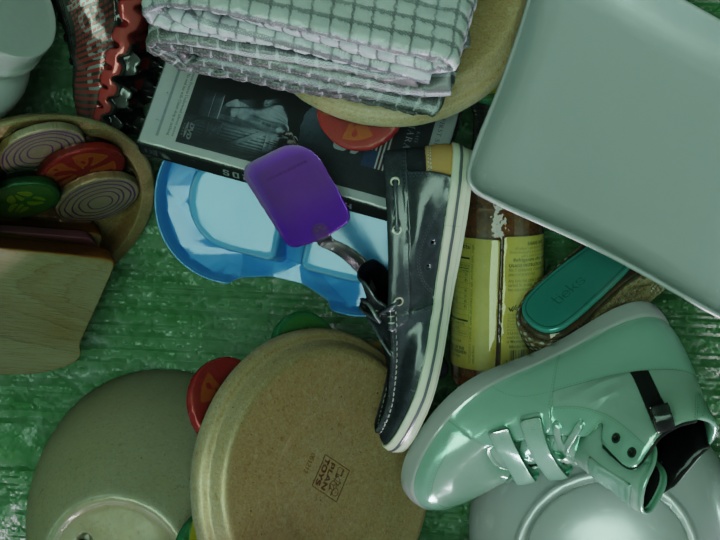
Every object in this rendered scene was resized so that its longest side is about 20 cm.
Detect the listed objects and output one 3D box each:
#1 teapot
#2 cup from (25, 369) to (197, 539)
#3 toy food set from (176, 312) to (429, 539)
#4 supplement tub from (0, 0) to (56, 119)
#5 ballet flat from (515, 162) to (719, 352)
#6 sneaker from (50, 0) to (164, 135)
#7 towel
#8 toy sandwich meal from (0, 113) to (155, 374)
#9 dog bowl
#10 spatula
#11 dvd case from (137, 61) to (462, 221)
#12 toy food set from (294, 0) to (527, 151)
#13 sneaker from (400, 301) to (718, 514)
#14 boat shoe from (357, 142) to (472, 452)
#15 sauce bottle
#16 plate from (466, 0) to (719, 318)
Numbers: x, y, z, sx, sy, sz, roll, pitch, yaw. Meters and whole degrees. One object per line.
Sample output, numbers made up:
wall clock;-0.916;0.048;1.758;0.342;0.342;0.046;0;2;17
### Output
teapot;0.157;0.181;1.051;0.196;0.146;0.201;29;102;3
cup;-0.148;0.181;1.092;0.198;0.143;0.203;1;98;7
toy food set;-0.034;0.131;1.038;0.197;0.048;0.202;19;78;-37
supplement tub;-0.307;-0.131;1.044;0.199;0.144;0.145;-36;93;27
ballet flat;0.185;-0.008;1.058;0.199;0.065;0.071;-36;52;-8
sneaker;-0.177;-0.184;1.079;0.097;0.071;0.203;12;103;12
towel;-0.021;-0.189;0.971;0.198;0.086;0.167;12;63;1
toy sandwich meal;-0.222;-0.016;1.058;0.204;0.205;0.071;-36;55;11
dog bowl;-0.040;-0.039;1.092;0.198;0.050;0.113;14;100;6
spatula;0.000;0.000;1.042;0.056;0.021;0.200;-24;120;30
dvd case;-0.031;-0.121;1.057;0.198;0.025;0.152;15;71;6
toy food set;0.018;-0.176;1.035;0.198;0.049;0.200;-9;69;-2
sneaker;0.121;0.112;0.977;0.199;0.119;0.074;-33;132;8
boat shoe;0.027;0.016;0.998;0.061;0.075;0.202;7;107;-3
sauce bottle;0.094;-0.021;1.070;0.065;0.066;0.203;4;98;7
plate;0.172;-0.089;1.006;0.198;0.032;0.201;26;64;-12
